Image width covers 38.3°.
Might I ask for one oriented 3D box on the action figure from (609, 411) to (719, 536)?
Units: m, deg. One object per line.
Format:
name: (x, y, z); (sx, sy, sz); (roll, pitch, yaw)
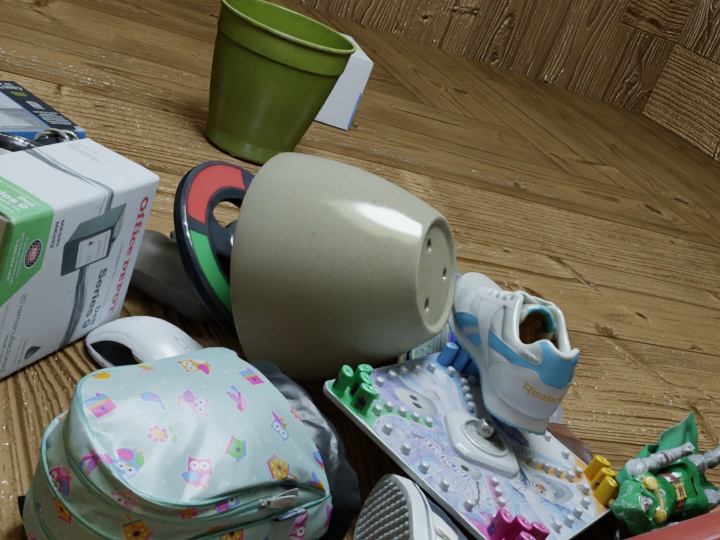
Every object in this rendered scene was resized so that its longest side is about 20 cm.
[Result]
action figure: (0.256, 0.179, 0.839); (0.199, 0.055, 0.119); (0, 67, -50)

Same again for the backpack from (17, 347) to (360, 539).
backpack: (-0.112, 0.127, 0.654); (0.199, 0.127, 0.167); (-6, 38, -46)

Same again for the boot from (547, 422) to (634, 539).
boot: (0.178, 0.205, 0.861); (0.185, 0.065, 0.200); (3, 33, -37)

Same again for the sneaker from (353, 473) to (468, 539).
sneaker: (0.051, 0.212, 0.684); (0.079, 0.079, 0.200); (27, 13, -20)

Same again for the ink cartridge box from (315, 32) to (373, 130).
ink cartridge box: (-0.076, -0.357, 1.854); (0.124, 0.129, 0.200); (14, 22, -22)

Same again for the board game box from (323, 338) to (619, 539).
board game box: (0.098, 0.130, 0.811); (0.200, 0.026, 0.199); (41, 24, 25)

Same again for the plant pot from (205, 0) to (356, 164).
plant pot: (-0.131, -0.261, 1.472); (0.199, 0.194, 0.201); (19, 21, -8)

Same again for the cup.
cup: (0.000, 0.000, 0.885); (0.142, 0.202, 0.200); (2, 13, 23)

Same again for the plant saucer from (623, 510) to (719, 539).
plant saucer: (0.261, 0.264, 0.704); (0.199, 0.037, 0.201); (2, 57, -45)

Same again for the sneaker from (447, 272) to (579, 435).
sneaker: (0.131, 0.051, 0.880); (0.076, 0.081, 0.200); (18, 23, -21)

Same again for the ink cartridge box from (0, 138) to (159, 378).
ink cartridge box: (-0.256, -0.013, 0.812); (0.084, 0.147, 0.200); (26, 21, 12)

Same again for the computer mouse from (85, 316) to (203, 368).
computer mouse: (-0.138, 0.085, 0.842); (0.199, 0.044, 0.110); (29, 23, 16)

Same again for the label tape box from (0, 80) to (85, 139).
label tape box: (-0.425, -0.170, 1.137); (0.199, 0.064, 0.144); (33, 23, 25)

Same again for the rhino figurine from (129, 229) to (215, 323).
rhino figurine: (-0.199, -0.010, 0.988); (0.199, 0.060, 0.087); (25, 18, 11)

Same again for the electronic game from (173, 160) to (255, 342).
electronic game: (-0.099, -0.011, 0.963); (0.200, 0.041, 0.201); (42, 34, -36)

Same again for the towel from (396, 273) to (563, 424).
towel: (0.124, 0.077, 1.011); (0.199, 0.023, 0.144); (29, 52, -24)

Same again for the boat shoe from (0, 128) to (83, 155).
boat shoe: (-0.270, -0.098, 0.944); (0.073, 0.061, 0.200); (16, -5, 21)

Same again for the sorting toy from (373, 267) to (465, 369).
sorting toy: (0.039, 0.037, 1.101); (0.199, 0.070, 0.199); (5, 27, -37)
